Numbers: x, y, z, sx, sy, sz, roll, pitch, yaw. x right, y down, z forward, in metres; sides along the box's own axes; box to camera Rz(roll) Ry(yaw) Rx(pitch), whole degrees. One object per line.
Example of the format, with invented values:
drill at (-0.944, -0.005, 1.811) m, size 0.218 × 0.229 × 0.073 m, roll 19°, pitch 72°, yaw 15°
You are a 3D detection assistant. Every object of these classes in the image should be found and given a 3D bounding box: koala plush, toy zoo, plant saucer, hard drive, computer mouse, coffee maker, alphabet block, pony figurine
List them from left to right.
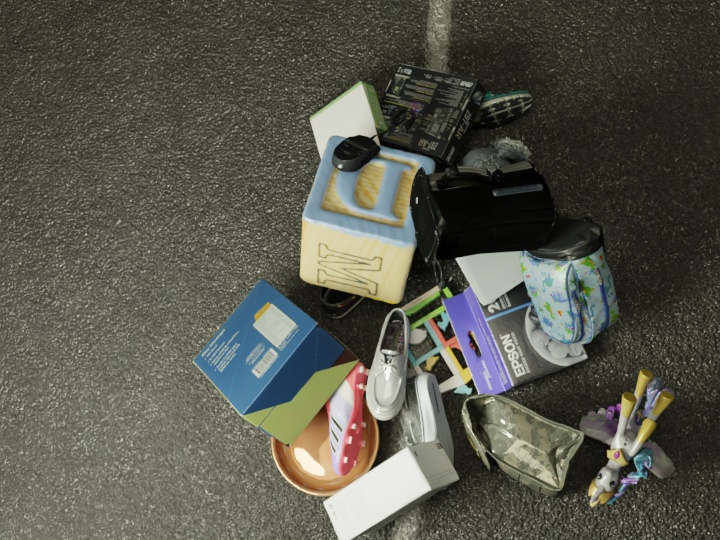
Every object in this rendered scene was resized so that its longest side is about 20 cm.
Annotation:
plant saucer at (-0.061, 0.302, 1.483) m, size 0.198 × 0.037 × 0.202 m, roll -3°, pitch 74°, yaw 10°
alphabet block at (0.010, -0.086, 1.447) m, size 0.195 × 0.201 × 0.196 m, roll 15°, pitch 58°, yaw 4°
computer mouse at (0.027, -0.220, 1.399) m, size 0.058 × 0.034 × 0.200 m, roll 32°, pitch 55°, yaw 33°
toy zoo at (0.149, 0.138, 1.499) m, size 0.131 × 0.020 × 0.201 m, roll -31°, pitch 71°, yaw 1°
coffee maker at (0.193, -0.072, 1.287) m, size 0.198 × 0.135 × 0.194 m, roll -6°, pitch 82°, yaw -12°
hard drive at (0.220, -0.054, 1.409) m, size 0.131 × 0.026 × 0.201 m, roll -33°, pitch 115°, yaw -1°
koala plush at (0.235, -0.155, 1.475) m, size 0.177 × 0.200 × 0.184 m, roll -35°, pitch 70°, yaw -1°
pony figurine at (0.424, 0.262, 1.305) m, size 0.166 × 0.193 × 0.201 m, roll 27°, pitch 119°, yaw 24°

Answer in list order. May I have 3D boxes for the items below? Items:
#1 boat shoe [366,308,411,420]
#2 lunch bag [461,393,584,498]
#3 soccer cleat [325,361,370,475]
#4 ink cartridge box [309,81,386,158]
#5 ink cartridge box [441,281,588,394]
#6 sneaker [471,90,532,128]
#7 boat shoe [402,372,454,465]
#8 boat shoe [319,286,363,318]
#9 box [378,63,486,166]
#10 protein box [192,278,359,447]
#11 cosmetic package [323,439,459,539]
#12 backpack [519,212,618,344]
boat shoe at (0.054, 0.158, 1.437) m, size 0.071 × 0.069 × 0.201 m, roll 11°, pitch 58°, yaw 13°
lunch bag at (0.253, 0.283, 1.358) m, size 0.199 × 0.164 × 0.118 m, roll 24°, pitch 76°, yaw 17°
soccer cleat at (-0.032, 0.255, 1.444) m, size 0.076 × 0.067 × 0.202 m, roll 0°, pitch 72°, yaw 27°
ink cartridge box at (-0.014, -0.244, 1.601) m, size 0.145 × 0.048 × 0.202 m, roll -28°, pitch 69°, yaw 32°
ink cartridge box at (0.270, 0.102, 1.461) m, size 0.199 × 0.043 × 0.199 m, roll -20°, pitch 71°, yaw -3°
sneaker at (0.232, -0.326, 1.596) m, size 0.198 × 0.078 × 0.080 m, roll -7°, pitch 63°, yaw 9°
boat shoe at (0.113, 0.282, 1.444) m, size 0.070 × 0.072 × 0.202 m, roll -16°, pitch 73°, yaw 32°
boat shoe at (0.002, 0.002, 1.545) m, size 0.074 × 0.063 × 0.202 m, roll 38°, pitch 78°, yaw 22°
box at (0.122, -0.301, 1.576) m, size 0.199 × 0.043 × 0.161 m, roll 23°, pitch 87°, yaw 39°
protein box at (-0.151, 0.158, 1.450) m, size 0.199 × 0.135 × 0.200 m, roll -50°, pitch 41°, yaw -6°
cosmetic package at (0.051, 0.365, 1.367) m, size 0.200 × 0.113 × 0.082 m, roll -38°, pitch 69°, yaw 27°
backpack at (0.350, 0.024, 1.373) m, size 0.154 × 0.200 × 0.163 m, roll -45°, pitch 30°, yaw -14°
